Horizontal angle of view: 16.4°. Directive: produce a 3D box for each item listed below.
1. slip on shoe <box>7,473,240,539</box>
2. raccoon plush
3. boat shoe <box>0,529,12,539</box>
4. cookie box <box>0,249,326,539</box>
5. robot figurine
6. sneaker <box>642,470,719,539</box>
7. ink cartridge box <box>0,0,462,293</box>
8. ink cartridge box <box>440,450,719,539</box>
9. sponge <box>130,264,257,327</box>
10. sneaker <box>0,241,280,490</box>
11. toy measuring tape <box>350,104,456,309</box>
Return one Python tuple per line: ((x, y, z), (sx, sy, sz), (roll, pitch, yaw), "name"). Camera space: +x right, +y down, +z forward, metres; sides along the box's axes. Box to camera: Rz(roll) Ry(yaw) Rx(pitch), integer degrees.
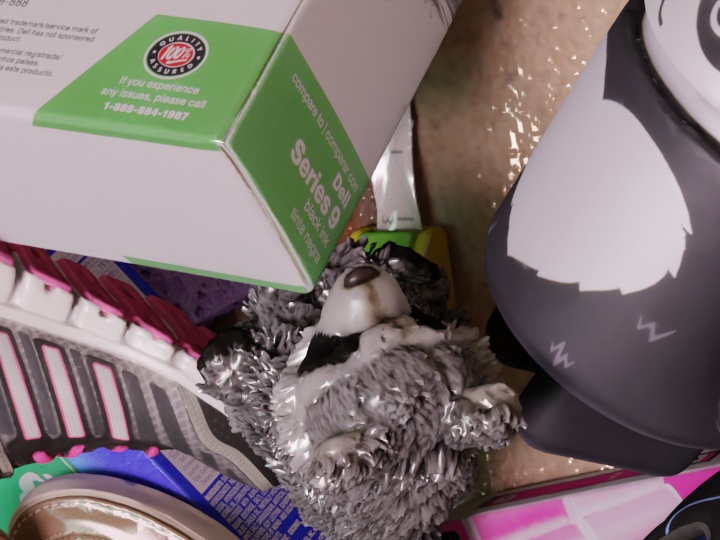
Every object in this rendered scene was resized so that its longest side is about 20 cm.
((-0.056, 0.155, 0.947), (0.200, 0.061, 0.076), (41, 126, -1), "slip on shoe")
((0.027, 0.076, 0.856), (0.200, 0.097, 0.134), (56, 177, -30), "raccoon plush")
((-0.159, 0.159, 0.988), (0.072, 0.072, 0.200), (46, 154, 39), "boat shoe")
((-0.123, 0.093, 1.028), (0.200, 0.075, 0.171), (46, 126, -3), "cookie box")
((0.116, -0.024, 0.816), (0.150, 0.125, 0.200), (43, 125, 17), "robot figurine")
((0.098, 0.134, 0.863), (0.070, 0.078, 0.200), (42, 130, 15), "sneaker")
((-0.046, -0.103, 0.859), (0.146, 0.200, 0.084), (10, 148, 33), "ink cartridge box")
((0.122, 0.116, 0.916), (0.199, 0.037, 0.095), (-17, 95, 36), "ink cartridge box")
((-0.113, -0.063, 1.027), (0.111, 0.030, 0.201), (-26, 89, 39), "sponge")
((-0.114, 0.045, 0.913), (0.088, 0.199, 0.074), (-61, 23, 6), "sneaker")
((0.000, 0.000, 0.942), (0.073, 0.073, 0.201), (0, 105, 35), "toy measuring tape")
